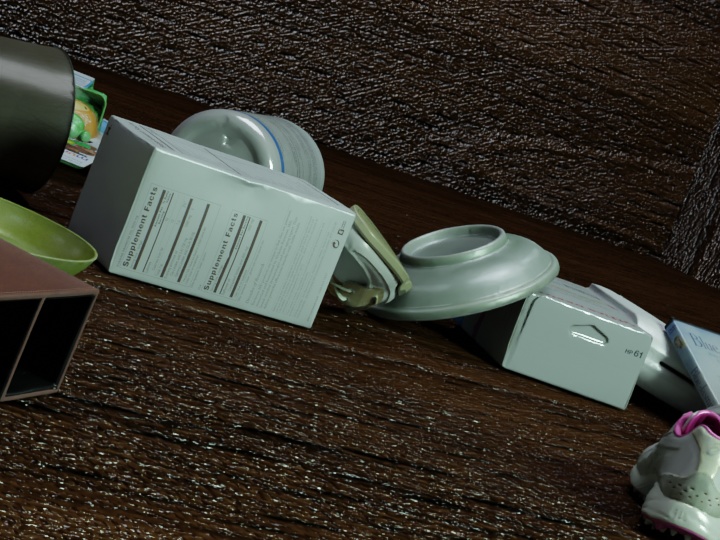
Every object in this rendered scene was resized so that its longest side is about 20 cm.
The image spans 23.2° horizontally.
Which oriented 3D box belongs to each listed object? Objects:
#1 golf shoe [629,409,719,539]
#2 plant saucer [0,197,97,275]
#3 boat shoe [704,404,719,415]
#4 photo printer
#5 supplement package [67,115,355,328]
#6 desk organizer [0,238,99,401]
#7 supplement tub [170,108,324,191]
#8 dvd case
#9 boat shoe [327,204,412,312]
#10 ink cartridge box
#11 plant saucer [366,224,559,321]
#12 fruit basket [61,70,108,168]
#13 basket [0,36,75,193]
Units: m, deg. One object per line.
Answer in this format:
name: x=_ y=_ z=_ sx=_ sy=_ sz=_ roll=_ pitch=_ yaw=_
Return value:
golf shoe: x=0.251 y=0.146 z=1.314 sx=0.075 sy=0.092 sz=0.200 roll=20 pitch=6 yaw=1
plant saucer: x=-0.289 y=-0.032 z=1.272 sx=0.199 sy=0.031 sz=0.200 roll=21 pitch=7 yaw=-3
boat shoe: x=0.342 y=0.168 z=1.521 sx=0.065 sy=0.072 sz=0.200 roll=22 pitch=14 yaw=-32
photo printer: x=0.321 y=0.094 z=1.897 sx=0.166 sy=0.070 sz=0.200 roll=31 pitch=5 yaw=-16
supplement package: x=-0.127 y=-0.040 z=1.487 sx=0.199 sy=0.110 sz=0.114 roll=17 pitch=10 yaw=-32
desk organizer: x=-0.220 y=0.025 z=0.909 sx=0.077 sy=0.072 sz=0.200 roll=26 pitch=8 yaw=15
supplement tub: x=-0.124 y=-0.104 z=1.880 sx=0.131 sy=0.133 sz=0.200 roll=23 pitch=8 yaw=13
dvd case: x=0.397 y=0.136 z=1.770 sx=0.142 sy=0.018 sz=0.200 roll=17 pitch=34 yaw=-30
boat shoe: x=0.000 y=0.000 z=1.593 sx=0.075 sy=0.068 sz=0.200 roll=57 pitch=0 yaw=18
ink cartridge box: x=0.192 y=0.058 z=1.798 sx=0.144 sy=0.085 sz=0.200 roll=19 pitch=7 yaw=-16
plant saucer: x=0.095 y=-0.006 z=1.738 sx=0.199 sy=0.051 sz=0.200 roll=-11 pitch=16 yaw=3
fruit basket: x=-0.346 y=-0.167 z=1.852 sx=0.184 sy=0.094 sz=0.200 roll=22 pitch=11 yaw=3
basket: x=-0.376 y=-0.158 z=1.560 sx=0.199 sy=0.137 sz=0.180 roll=13 pitch=7 yaw=-30
